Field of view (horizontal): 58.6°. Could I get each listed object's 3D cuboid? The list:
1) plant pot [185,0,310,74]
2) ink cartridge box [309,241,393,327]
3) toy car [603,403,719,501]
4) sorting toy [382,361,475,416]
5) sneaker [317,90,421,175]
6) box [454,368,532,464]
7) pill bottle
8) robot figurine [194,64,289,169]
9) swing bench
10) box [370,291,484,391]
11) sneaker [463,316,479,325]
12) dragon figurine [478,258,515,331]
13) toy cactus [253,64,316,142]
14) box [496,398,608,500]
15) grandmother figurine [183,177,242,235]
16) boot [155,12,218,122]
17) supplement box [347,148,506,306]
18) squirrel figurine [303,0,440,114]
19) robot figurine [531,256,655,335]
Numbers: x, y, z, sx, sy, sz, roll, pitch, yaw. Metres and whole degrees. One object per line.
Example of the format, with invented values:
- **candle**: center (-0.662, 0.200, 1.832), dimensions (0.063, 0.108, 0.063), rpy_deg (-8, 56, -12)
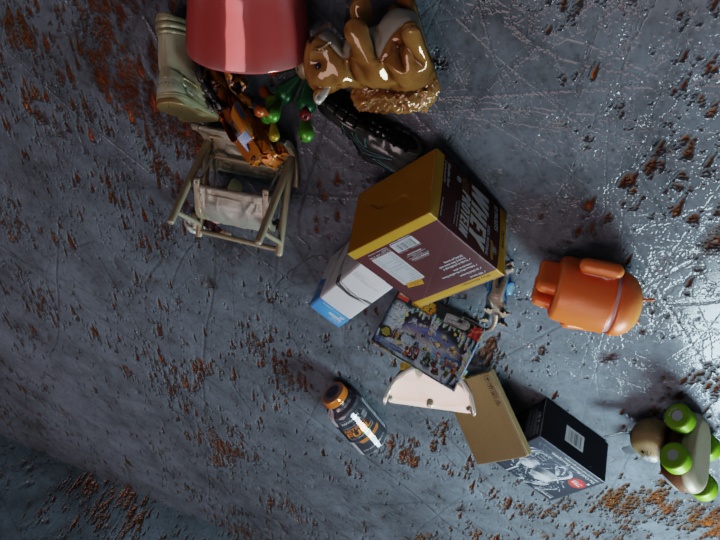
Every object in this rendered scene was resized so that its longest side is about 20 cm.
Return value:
- **plant pot**: center (-0.165, -0.407, 0.923), dimensions (0.195, 0.202, 0.181), rpy_deg (14, 129, 13)
- **ink cartridge box**: center (0.000, 0.000, 1.267), dimensions (0.083, 0.147, 0.199), rpy_deg (36, 139, -14)
- **toy car**: center (0.615, 0.372, 1.335), dimensions (0.163, 0.161, 0.197), rpy_deg (38, 150, -29)
- **sorting toy**: center (0.157, 0.229, 1.404), dimensions (0.194, 0.180, 0.110), rpy_deg (6, 97, 8)
- **sneaker**: center (0.006, -0.227, 1.090), dimensions (0.197, 0.076, 0.080), rpy_deg (32, 141, -6)
- **box**: center (0.285, 0.339, 1.471), dimensions (0.162, 0.021, 0.204), rpy_deg (-30, 84, 49)
- **pill bottle**: center (-0.020, 0.385, 1.695), dimensions (0.104, 0.108, 0.201), rpy_deg (-16, 124, 37)
- **robot figurine**: center (-0.203, -0.270, 1.095), dimensions (0.057, 0.145, 0.203), rpy_deg (-31, 88, 16)
- **swing bench**: center (-0.231, -0.155, 1.219), dimensions (0.193, 0.206, 0.130), rpy_deg (13, 174, 14)
- **box**: center (0.137, 0.135, 1.311), dimensions (0.197, 0.139, 0.040), rpy_deg (28, 169, 16)
- **sneaker**: center (0.159, 0.121, 1.362), dimensions (0.195, 0.072, 0.074), rpy_deg (15, 138, 13)
- **dragon figurine**: center (0.267, 0.049, 1.244), dimensions (0.057, 0.102, 0.201), rpy_deg (10, 156, 14)
- **toy cactus**: center (-0.115, -0.311, 1.041), dimensions (0.164, 0.202, 0.102), rpy_deg (-41, 148, 17)
- **box**: center (0.439, 0.422, 1.497), dimensions (0.198, 0.105, 0.182), rpy_deg (35, 139, -8)
- **grandmother figurine**: center (-0.314, -0.123, 1.378), dimensions (0.197, 0.060, 0.124), rpy_deg (-17, 96, 42)
- **boot**: center (-0.302, -0.346, 1.119), dimensions (0.070, 0.200, 0.161), rpy_deg (-3, 92, 9)
- **supplement box**: center (0.119, -0.065, 1.117), dimensions (0.198, 0.136, 0.195), rpy_deg (34, 140, -31)
- **squirrel figurine**: center (0.015, -0.294, 0.949), dimensions (0.182, 0.145, 0.201), rpy_deg (-17, 144, 14)
- **robot figurine**: center (0.404, 0.046, 1.129), dimensions (0.195, 0.116, 0.148), rpy_deg (15, 103, 13)
